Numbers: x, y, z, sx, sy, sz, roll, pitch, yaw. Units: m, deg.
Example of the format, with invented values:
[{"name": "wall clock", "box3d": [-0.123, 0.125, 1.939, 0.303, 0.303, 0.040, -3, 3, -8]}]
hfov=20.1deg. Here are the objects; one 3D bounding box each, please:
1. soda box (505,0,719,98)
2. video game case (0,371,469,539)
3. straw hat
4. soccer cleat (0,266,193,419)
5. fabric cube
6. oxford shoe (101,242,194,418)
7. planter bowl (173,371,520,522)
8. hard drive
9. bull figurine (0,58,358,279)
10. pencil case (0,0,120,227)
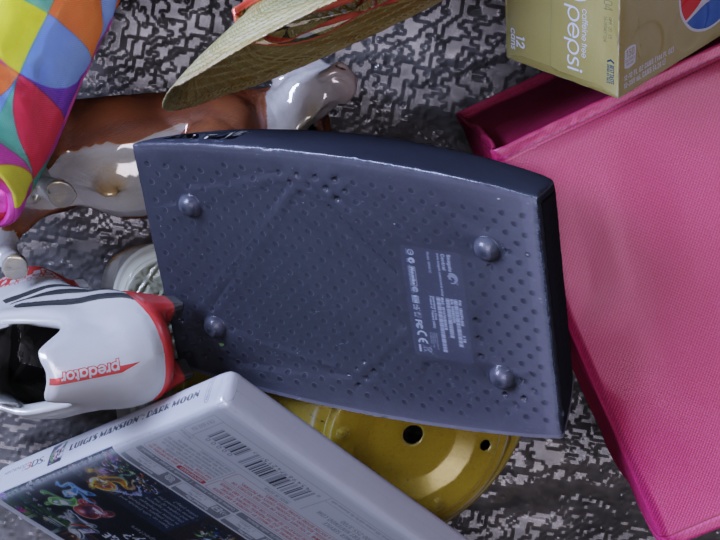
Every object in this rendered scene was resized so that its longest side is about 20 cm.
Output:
[{"name": "soda box", "box3d": [0.150, -0.150, 0.895, 0.200, 0.064, 0.068, -31, 131, -36]}, {"name": "video game case", "box3d": [-0.051, 0.130, 0.994, 0.200, 0.023, 0.182, 38, 138, -29]}, {"name": "straw hat", "box3d": [-0.020, -0.149, 0.907, 0.200, 0.201, 0.085, -25, 91, 2]}, {"name": "soccer cleat", "box3d": [-0.159, 0.037, 0.976, 0.085, 0.200, 0.069, -13, 99, -34]}, {"name": "fabric cube", "box3d": [0.179, -0.019, 0.976, 0.196, 0.200, 0.200, -24, 100, 3]}, {"name": "oxford shoe", "box3d": [-0.097, 0.072, 1.055, 0.075, 0.058, 0.201, -13, 115, -18]}, {"name": "planter bowl", "box3d": [0.014, 0.068, 1.011, 0.200, 0.083, 0.201, -7, 111, -18]}, {"name": "hard drive", "box3d": [0.000, 0.000, 0.902, 0.199, 0.042, 0.135, 9, 125, 28]}, {"name": "bull figurine", "box3d": [-0.097, -0.055, 1.008, 0.199, 0.122, 0.065, -9, 121, 6]}, {"name": "pencil case", "box3d": [-0.166, -0.114, 0.962, 0.088, 0.088, 0.201, 27, 63, -7]}]
